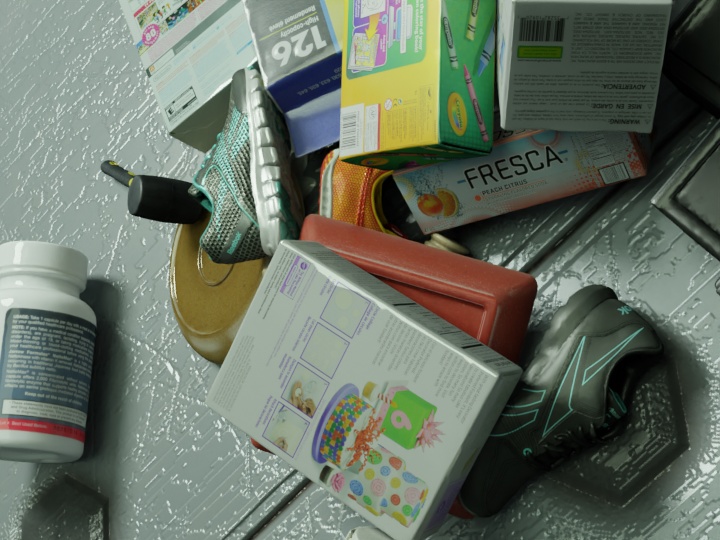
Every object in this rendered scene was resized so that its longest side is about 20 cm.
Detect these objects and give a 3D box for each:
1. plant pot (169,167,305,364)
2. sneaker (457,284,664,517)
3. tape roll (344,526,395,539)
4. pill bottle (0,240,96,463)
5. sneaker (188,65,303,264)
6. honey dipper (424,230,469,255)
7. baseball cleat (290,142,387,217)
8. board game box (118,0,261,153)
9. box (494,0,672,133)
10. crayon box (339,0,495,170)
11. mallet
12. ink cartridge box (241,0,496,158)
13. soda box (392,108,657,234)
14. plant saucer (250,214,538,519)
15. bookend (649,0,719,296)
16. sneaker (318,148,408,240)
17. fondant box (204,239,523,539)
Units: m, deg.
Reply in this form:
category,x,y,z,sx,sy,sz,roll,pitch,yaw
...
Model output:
category,x,y,z,sx,sy,sz,roll,pitch,yaw
plant pot,-0.121,-0.016,1.168,0.200,0.027,0.201,-20,64,46
sneaker,0.146,0.107,0.955,0.079,0.075,0.201,37,97,34
tape roll,0.076,0.239,0.882,0.202,0.202,0.037,26,90,36
pill bottle,-0.319,0.080,1.248,0.119,0.119,0.201,-7,71,32
sneaker,-0.106,-0.090,1.095,0.091,0.078,0.201,-16,55,11
honey dipper,0.028,0.061,1.077,0.038,0.038,0.201,34,99,36
baseball cleat,-0.011,-0.103,1.130,0.106,0.070,0.200,41,98,35
board game box,-0.143,-0.237,1.227,0.147,0.064,0.201,-34,61,20
box,0.157,-0.197,0.954,0.112,0.102,0.200,1,37,1
crayon box,0.043,-0.184,0.987,0.118,0.058,0.201,-3,83,51
mallet,-0.223,-0.084,1.240,0.200,0.066,0.041,24,104,52
ink cartridge box,0.000,-0.224,1.089,0.197,0.047,0.201,-22,65,12
soda box,0.130,-0.093,1.021,0.199,0.064,0.069,-14,29,29
plant saucer,0.019,0.076,1.010,0.199,0.037,0.201,16,97,15
bookend,0.272,-0.105,0.926,0.199,0.092,0.200,-50,54,11
sneaker,0.000,0.000,1.068,0.077,0.073,0.201,5,105,3
fondant box,-0.001,0.087,0.955,0.200,0.058,0.145,32,103,23
